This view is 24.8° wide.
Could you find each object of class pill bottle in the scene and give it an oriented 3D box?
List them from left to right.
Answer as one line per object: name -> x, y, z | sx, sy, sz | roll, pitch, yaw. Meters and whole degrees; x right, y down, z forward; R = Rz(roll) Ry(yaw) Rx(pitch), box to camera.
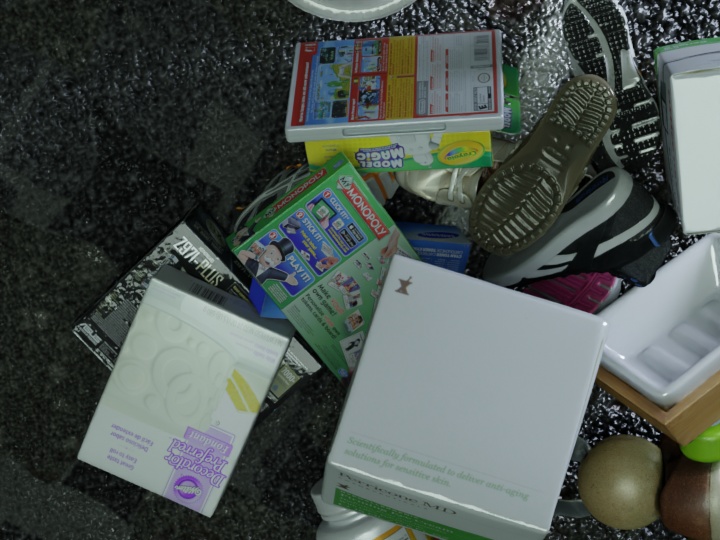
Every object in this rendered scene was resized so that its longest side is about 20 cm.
pill bottle -> 0.026, 0.294, 1.656 | 0.109, 0.109, 0.201 | -24, 100, 11

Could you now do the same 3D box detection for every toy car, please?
toy car -> 0.270, 0.197, 1.596 | 0.199, 0.158, 0.165 | 0, 114, 16

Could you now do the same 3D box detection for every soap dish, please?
soap dish -> 0.314, 0.064, 1.525 | 0.200, 0.157, 0.081 | -36, 125, -13

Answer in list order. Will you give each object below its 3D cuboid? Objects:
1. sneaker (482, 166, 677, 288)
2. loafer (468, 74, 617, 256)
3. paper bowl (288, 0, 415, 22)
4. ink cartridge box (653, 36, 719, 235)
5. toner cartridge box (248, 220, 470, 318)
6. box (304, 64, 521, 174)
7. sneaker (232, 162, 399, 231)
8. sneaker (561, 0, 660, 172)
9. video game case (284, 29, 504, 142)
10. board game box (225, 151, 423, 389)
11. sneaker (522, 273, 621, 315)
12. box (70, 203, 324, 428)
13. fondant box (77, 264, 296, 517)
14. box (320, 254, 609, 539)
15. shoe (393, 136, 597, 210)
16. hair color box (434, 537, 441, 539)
sneaker -> 0.214, -0.010, 1.548 | 0.112, 0.073, 0.200 | 36, 138, -19
loafer -> 0.175, -0.096, 1.511 | 0.076, 0.067, 0.200 | 41, 116, 6
paper bowl -> -0.008, -0.330, 1.512 | 0.200, 0.104, 0.202 | 1, 105, 5
ink cartridge box -> 0.318, -0.126, 1.478 | 0.084, 0.200, 0.147 | -6, 103, 8
toner cartridge box -> 0.000, 0.000, 1.572 | 0.199, 0.043, 0.095 | 4, 116, -23
box -> 0.052, -0.145, 1.543 | 0.199, 0.118, 0.049 | -4, 131, 8
sneaker -> -0.042, -0.079, 1.592 | 0.200, 0.077, 0.078 | -34, 138, -4
sneaker -> 0.235, -0.185, 1.544 | 0.073, 0.080, 0.201 | -12, 120, 8
video game case -> 0.034, -0.174, 1.530 | 0.199, 0.143, 0.017 | -3, 132, 6
board game box -> -0.015, 0.003, 1.524 | 0.134, 0.029, 0.200 | -37, 123, 1
sneaker -> 0.187, 0.075, 1.609 | 0.200, 0.081, 0.088 | -50, 139, 0
box -> -0.157, 0.065, 1.629 | 0.164, 0.086, 0.200 | -43, 97, 14
fondant box -> -0.166, 0.115, 1.569 | 0.144, 0.058, 0.201 | 24, 106, -1
box -> 0.088, 0.125, 1.427 | 0.198, 0.171, 0.201 | 17, 70, 4
shoe -> 0.132, -0.092, 1.569 | 0.199, 0.053, 0.070 | 2, 109, -3
hair color box -> 0.127, 0.262, 1.592 | 0.064, 0.200, 0.111 | -30, 100, 12
